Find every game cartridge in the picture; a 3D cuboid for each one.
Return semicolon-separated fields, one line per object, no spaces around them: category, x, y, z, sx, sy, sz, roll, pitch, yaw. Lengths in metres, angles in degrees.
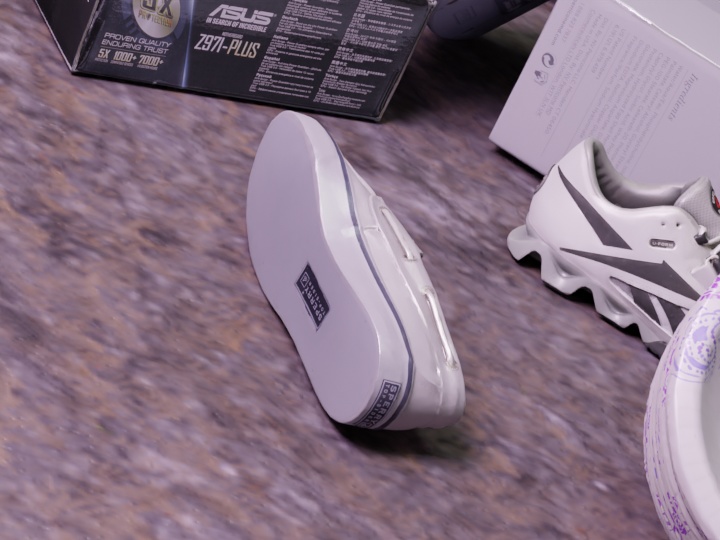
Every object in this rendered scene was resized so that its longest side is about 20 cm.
game cartridge;0.093;-0.184;1.547;0.041;0.133;0.200;60;4;6

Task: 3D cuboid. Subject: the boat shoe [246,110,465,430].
boat shoe;0.000;0.000;1.278;0.066;0.072;0.200;13;32;-32

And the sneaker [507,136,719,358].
sneaker;0.182;0.001;1.409;0.200;0.089;0.074;31;27;5

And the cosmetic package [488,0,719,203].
cosmetic package;0.215;-0.096;1.556;0.200;0.123;0.199;33;29;13

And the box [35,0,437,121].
box;-0.084;-0.176;1.480;0.199;0.086;0.164;8;34;-31

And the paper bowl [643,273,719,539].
paper bowl;0.232;0.082;1.238;0.200;0.104;0.202;2;74;-6
